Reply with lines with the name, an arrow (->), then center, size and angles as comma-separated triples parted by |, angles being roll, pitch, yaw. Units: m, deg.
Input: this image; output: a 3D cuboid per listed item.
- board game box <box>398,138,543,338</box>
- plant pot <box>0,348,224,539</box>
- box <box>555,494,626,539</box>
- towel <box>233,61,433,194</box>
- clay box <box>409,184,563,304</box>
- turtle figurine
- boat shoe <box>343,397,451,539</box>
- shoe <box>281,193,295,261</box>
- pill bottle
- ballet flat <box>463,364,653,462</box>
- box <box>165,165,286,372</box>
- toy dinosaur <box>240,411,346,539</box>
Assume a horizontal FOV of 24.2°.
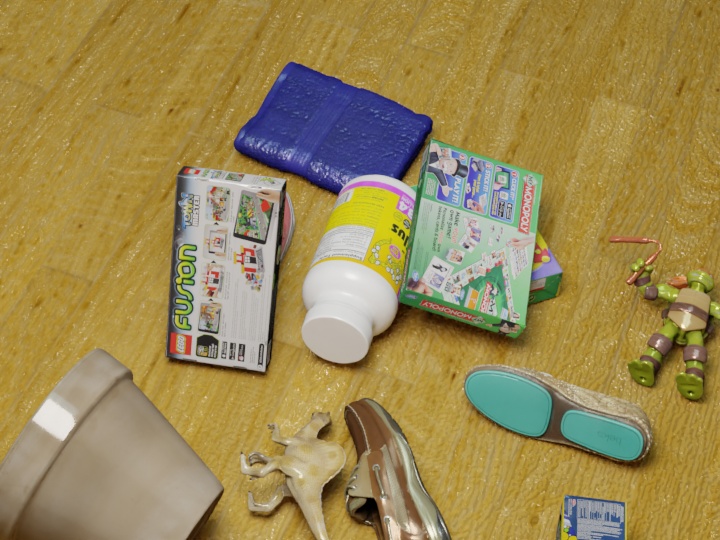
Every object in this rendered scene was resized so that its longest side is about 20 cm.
board game box -> 0.119, -0.036, 1.781 | 0.134, 0.029, 0.201 | 18, 55, -10
plant pot -> -0.229, 0.203, 1.557 | 0.173, 0.200, 0.200 | 35, 54, 3
box -> 0.210, 0.311, 1.540 | 0.064, 0.070, 0.201 | 6, 49, 4
towel -> -0.030, -0.154, 1.955 | 0.199, 0.050, 0.148 | 23, 59, 16
clay box -> 0.129, -0.042, 1.860 | 0.114, 0.048, 0.201 | -15, 53, -17
turtle figurine -> 0.336, 0.051, 1.778 | 0.199, 0.065, 0.162 | 24, 59, 7
boat shoe -> 0.021, 0.211, 1.618 | 0.073, 0.076, 0.201 | -18, 51, -13
shoe -> -0.112, -0.051, 1.824 | 0.071, 0.091, 0.201 | 6, 45, 3
pill bottle -> 0.000, 0.000, 1.780 | 0.104, 0.105, 0.201 | 13, 50, 9
ballet flat -> 0.202, 0.140, 1.705 | 0.199, 0.071, 0.065 | 22, 24, 13
box -> -0.139, -0.001, 1.716 | 0.109, 0.201, 0.035 | 9, 21, 5
toy dinosaur -> -0.062, 0.198, 1.624 | 0.100, 0.058, 0.201 | -9, 40, 4
